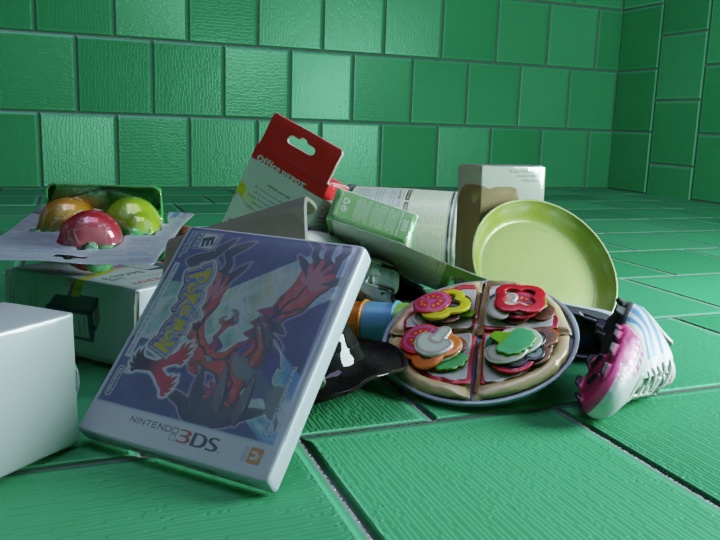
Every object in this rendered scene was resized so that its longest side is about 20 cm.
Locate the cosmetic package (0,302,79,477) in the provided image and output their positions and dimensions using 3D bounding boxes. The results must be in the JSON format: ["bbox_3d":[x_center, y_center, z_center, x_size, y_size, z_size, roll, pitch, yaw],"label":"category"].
[{"bbox_3d":[-0.292,0.094,0.516,0.084,0.109,0.199,6,10,24],"label":"cosmetic package"}]

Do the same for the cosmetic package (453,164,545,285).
[{"bbox_3d":[0.188,-0.043,1.054,0.104,0.203,0.071,-3,9,-19],"label":"cosmetic package"}]

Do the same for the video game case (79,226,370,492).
[{"bbox_3d":[-0.105,0.057,0.610,0.180,0.202,0.023,7,-32,26],"label":"video game case"}]

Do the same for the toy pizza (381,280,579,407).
[{"bbox_3d":[0.117,0.060,0.771,0.197,0.032,0.201,-8,31,5],"label":"toy pizza"}]

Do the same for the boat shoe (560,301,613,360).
[{"bbox_3d":[0.205,0.067,0.870,0.197,0.071,0.066,12,11,12],"label":"boat shoe"}]

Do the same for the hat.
[{"bbox_3d":[-0.053,0.061,0.729,0.197,0.082,0.201,-7,8,1],"label":"hat"}]

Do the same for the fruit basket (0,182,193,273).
[{"bbox_3d":[-0.290,-0.035,0.842,0.182,0.095,0.201,1,25,-2],"label":"fruit basket"}]

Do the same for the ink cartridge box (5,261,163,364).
[{"bbox_3d":[-0.271,0.039,0.861,0.197,0.089,0.145,9,12,28],"label":"ink cartridge box"}]

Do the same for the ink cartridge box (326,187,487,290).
[{"bbox_3d":[0.058,-0.027,0.947,0.197,0.049,0.146,19,-13,5],"label":"ink cartridge box"}]

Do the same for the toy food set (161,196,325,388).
[{"bbox_3d":[-0.102,0.030,0.684,0.141,0.061,0.202,-15,50,11],"label":"toy food set"}]

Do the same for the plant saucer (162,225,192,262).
[{"bbox_3d":[-0.176,0.006,1.000,0.199,0.033,0.201,30,14,-8],"label":"plant saucer"}]

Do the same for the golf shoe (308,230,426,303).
[{"bbox_3d":[0.000,0.000,0.924,0.096,0.079,0.199,-8,-24,43],"label":"golf shoe"}]

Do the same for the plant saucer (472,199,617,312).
[{"bbox_3d":[0.229,0.003,0.975,0.197,0.203,0.031,-1,-28,-18],"label":"plant saucer"}]

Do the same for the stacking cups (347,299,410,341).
[{"bbox_3d":[0.026,0.062,0.893,0.197,0.062,0.060,3,10,25],"label":"stacking cups"}]

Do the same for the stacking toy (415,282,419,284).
[{"bbox_3d":[0.046,0.001,1.123,0.198,0.112,0.115,8,-7,-44],"label":"stacking toy"}]

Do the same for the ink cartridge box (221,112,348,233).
[{"bbox_3d":[-0.095,-0.079,0.967,0.115,0.202,0.067,31,11,19],"label":"ink cartridge box"}]

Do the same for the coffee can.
[{"bbox_3d":[0.071,-0.067,1.306,0.197,0.149,0.146,5,11,15],"label":"coffee can"}]

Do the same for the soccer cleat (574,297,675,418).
[{"bbox_3d":[0.264,0.091,0.737,0.086,0.070,0.200,37,32,7],"label":"soccer cleat"}]
